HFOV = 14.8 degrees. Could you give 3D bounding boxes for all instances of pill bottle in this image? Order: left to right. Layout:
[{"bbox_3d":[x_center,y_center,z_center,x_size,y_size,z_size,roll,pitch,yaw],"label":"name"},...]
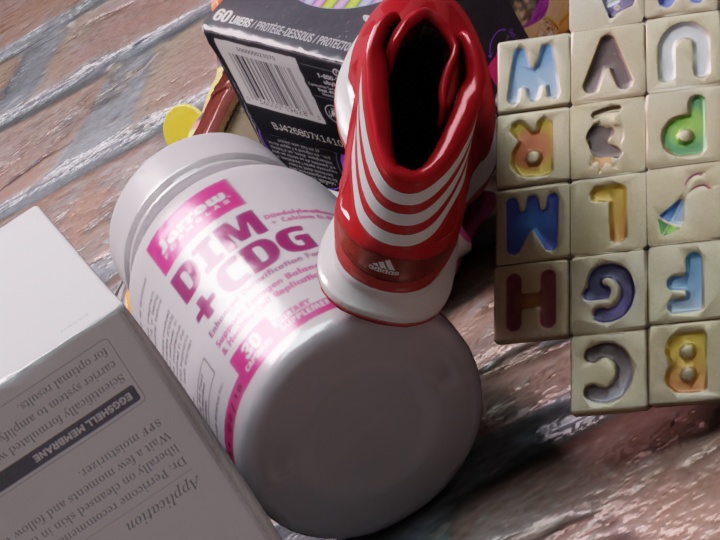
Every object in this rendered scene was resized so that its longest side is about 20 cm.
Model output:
[{"bbox_3d":[-0.036,0.022,1.232,0.113,0.113,0.200,-35,37,-5],"label":"pill bottle"}]

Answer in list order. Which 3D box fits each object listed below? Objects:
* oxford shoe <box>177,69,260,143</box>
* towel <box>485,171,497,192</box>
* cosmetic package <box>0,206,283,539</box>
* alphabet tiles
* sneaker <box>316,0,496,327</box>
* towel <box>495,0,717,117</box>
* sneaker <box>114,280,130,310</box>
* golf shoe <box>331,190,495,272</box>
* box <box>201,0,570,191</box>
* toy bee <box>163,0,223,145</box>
[{"bbox_3d":[-0.046,-0.076,1.442,0.200,0.075,0.070,-54,8,-4],"label":"oxford shoe"},{"bbox_3d":[0.108,-0.086,1.385,0.200,0.035,0.133,15,46,38],"label":"towel"},{"bbox_3d":[-0.108,0.102,1.098,0.123,0.200,0.199,-33,19,-7],"label":"cosmetic package"},{"bbox_3d":[0.133,-0.042,1.125,0.166,0.006,0.201,-6,71,22],"label":"alphabet tiles"},{"bbox_3d":[0.032,-0.080,1.156,0.200,0.078,0.116,-87,10,-46],"label":"sneaker"},{"bbox_3d":[0.172,-0.081,1.204,0.200,0.146,0.030,-30,49,13],"label":"towel"},{"bbox_3d":[-0.096,0.009,1.513,0.077,0.078,0.200,-53,-1,28],"label":"sneaker"},{"bbox_3d":[0.000,0.000,1.377,0.091,0.075,0.200,-14,27,36],"label":"golf shoe"},{"bbox_3d":[0.038,-0.139,1.355,0.122,0.106,0.200,17,57,37],"label":"box"},{"bbox_3d":[-0.069,-0.113,1.711,0.131,0.109,0.200,-30,19,15],"label":"toy bee"}]
